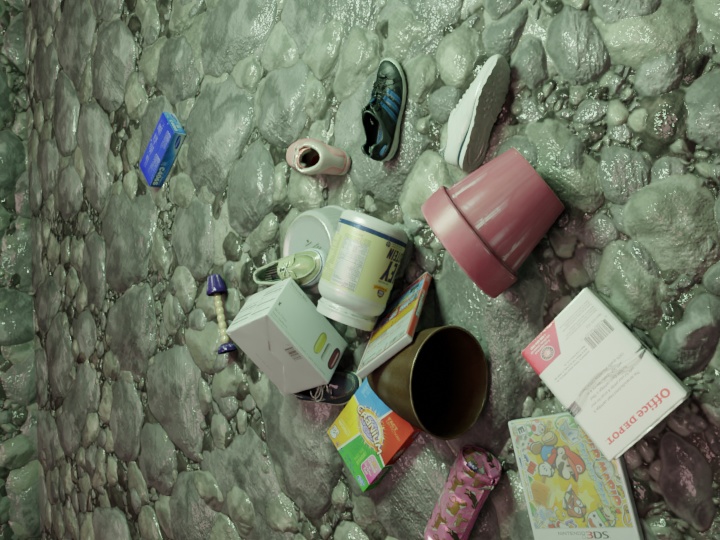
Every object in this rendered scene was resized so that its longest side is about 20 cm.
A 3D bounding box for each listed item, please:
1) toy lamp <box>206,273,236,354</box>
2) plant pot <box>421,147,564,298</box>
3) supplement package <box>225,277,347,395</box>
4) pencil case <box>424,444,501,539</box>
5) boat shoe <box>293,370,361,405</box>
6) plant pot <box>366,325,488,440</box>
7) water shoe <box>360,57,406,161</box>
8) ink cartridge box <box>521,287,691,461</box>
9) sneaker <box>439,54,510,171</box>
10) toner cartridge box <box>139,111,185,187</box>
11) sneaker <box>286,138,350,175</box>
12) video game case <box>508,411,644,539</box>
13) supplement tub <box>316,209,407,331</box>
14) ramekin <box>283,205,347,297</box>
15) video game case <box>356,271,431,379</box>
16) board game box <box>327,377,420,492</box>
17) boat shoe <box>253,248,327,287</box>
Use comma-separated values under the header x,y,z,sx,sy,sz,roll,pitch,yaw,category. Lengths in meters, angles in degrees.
x,y,z,sx,sy,sz,roll,pitch,yaw,category
-0.368,0.112,1.630,0.057,0.057,0.207,-22,78,39,toy lamp
0.223,-0.090,1.009,0.178,0.198,0.203,-42,63,16,plant pot
-0.153,0.143,1.307,0.153,0.112,0.201,-22,117,41,supplement package
0.181,0.418,1.112,0.081,0.087,0.205,22,108,7,pencil case
-0.082,0.252,1.358,0.196,0.061,0.078,-7,68,42,boat shoe
0.102,0.194,1.137,0.198,0.182,0.194,-4,88,56,plant pot
0.043,-0.324,1.233,0.070,0.078,0.208,4,93,41,water shoe
0.363,0.153,0.924,0.145,0.083,0.202,-48,59,19,ink cartridge box
0.199,-0.285,1.100,0.080,0.075,0.205,38,114,45,sneaker
-0.589,-0.356,1.838,0.201,0.042,0.096,-52,59,30,toner cartridge box
-0.122,-0.255,1.370,0.197,0.103,0.078,19,104,41,sneaker
0.341,0.336,1.001,0.179,0.022,0.207,-21,76,40,video game case
0.000,0.000,1.211,0.142,0.143,0.206,20,92,39,supplement tub
-0.086,-0.039,1.343,0.198,0.093,0.211,0,90,42,ramekin
0.065,0.099,1.157,0.017,0.202,0.143,40,125,-11,video game case
0.027,0.328,1.277,0.154,0.040,0.203,50,122,30,board game box
-0.147,0.004,1.295,0.196,0.061,0.075,-19,78,40,boat shoe
